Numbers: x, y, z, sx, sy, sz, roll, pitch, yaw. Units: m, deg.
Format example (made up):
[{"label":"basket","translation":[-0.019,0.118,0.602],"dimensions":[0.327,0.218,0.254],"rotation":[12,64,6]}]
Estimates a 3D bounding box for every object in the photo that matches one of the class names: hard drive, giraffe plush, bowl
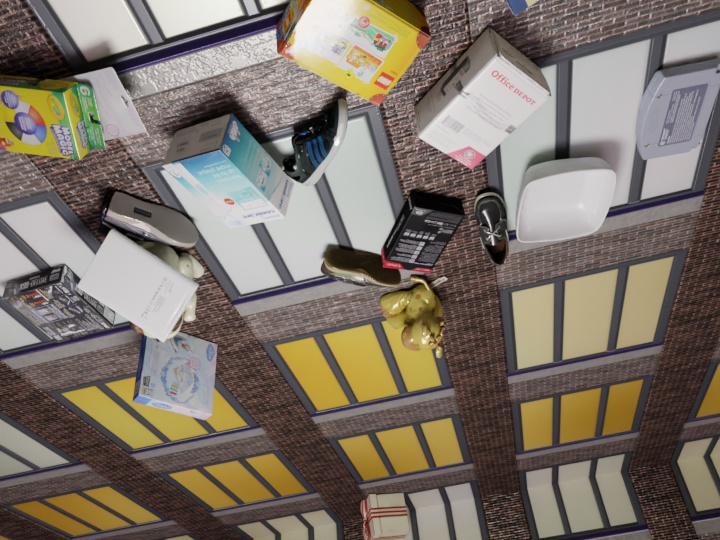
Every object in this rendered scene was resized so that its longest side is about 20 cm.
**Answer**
[{"label":"hard drive","translation":[-0.437,0.030,1.265],"dimensions":[0.198,0.026,0.133],"rotation":[33,92,-5]},{"label":"giraffe plush","translation":[0.152,0.131,1.587],"dimensions":[0.170,0.165,0.200],"rotation":[20,135,-30]},{"label":"bowl","translation":[0.420,-0.156,1.343],"dimensions":[0.195,0.076,0.202],"rotation":[-6,142,1]}]

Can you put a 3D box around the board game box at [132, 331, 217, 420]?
[{"label":"board game box","translation":[-0.461,0.253,1.614],"dimensions":[0.196,0.204,0.043],"rotation":[25,135,-33]}]

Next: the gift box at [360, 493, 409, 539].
[{"label":"gift box","translation":[0.093,1.078,2.746],"dimensions":[0.182,0.187,0.202],"rotation":[2,135,-14]}]

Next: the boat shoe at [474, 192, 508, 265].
[{"label":"boat shoe","translation":[0.294,-0.091,1.413],"dimensions":[0.070,0.069,0.202],"rotation":[-12,140,10]}]

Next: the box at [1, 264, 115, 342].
[{"label":"box","translation":[-0.693,0.082,1.487],"dimensions":[0.154,0.051,0.201],"rotation":[-15,141,10]}]

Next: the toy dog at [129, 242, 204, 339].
[{"label":"toy dog","translation":[-0.419,0.051,1.369],"dimensions":[0.136,0.203,0.196],"rotation":[-7,143,0]}]

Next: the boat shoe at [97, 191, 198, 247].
[{"label":"boat shoe","translation":[-0.436,-0.086,1.310],"dimensions":[0.197,0.076,0.093],"rotation":[26,139,-24]}]

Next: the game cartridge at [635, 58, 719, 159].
[{"label":"game cartridge","translation":[0.598,-0.302,1.221],"dimensions":[0.130,0.042,0.202],"rotation":[-13,141,1]}]

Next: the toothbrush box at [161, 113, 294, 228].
[{"label":"toothbrush box","translation":[-0.238,-0.175,1.179],"dimensions":[0.144,0.087,0.200],"rotation":[-6,147,30]}]

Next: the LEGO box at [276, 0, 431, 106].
[{"label":"LEGO box","translation":[-0.012,-0.372,1.003],"dimensions":[0.197,0.078,0.149],"rotation":[19,135,-30]}]

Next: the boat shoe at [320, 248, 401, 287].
[{"label":"boat shoe","translation":[0.000,0.000,1.485],"dimensions":[0.196,0.075,0.065],"rotation":[17,148,-22]}]

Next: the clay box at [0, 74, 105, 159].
[{"label":"clay box","translation":[-0.523,-0.249,1.042],"dimensions":[0.195,0.048,0.117],"rotation":[8,126,8]}]

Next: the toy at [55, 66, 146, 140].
[{"label":"toy","translation":[-0.462,-0.275,1.074],"dimensions":[0.195,0.048,0.117],"rotation":[-8,131,14]}]

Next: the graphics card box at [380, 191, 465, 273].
[{"label":"graphics card box","translation":[0.134,-0.079,1.414],"dimensions":[0.122,0.052,0.201],"rotation":[7,141,-17]}]

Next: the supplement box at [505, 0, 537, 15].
[{"label":"supplement box","translation":[0.231,-0.479,0.807],"dimensions":[0.197,0.203,0.134],"rotation":[-27,138,24]}]

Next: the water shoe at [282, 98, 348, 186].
[{"label":"water shoe","translation":[-0.086,-0.232,1.173],"dimensions":[0.077,0.073,0.201],"rotation":[14,137,-21]}]

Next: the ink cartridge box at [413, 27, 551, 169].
[{"label":"ink cartridge box","translation":[0.210,-0.296,1.128],"dimensions":[0.144,0.086,0.199],"rotation":[22,135,-32]}]
